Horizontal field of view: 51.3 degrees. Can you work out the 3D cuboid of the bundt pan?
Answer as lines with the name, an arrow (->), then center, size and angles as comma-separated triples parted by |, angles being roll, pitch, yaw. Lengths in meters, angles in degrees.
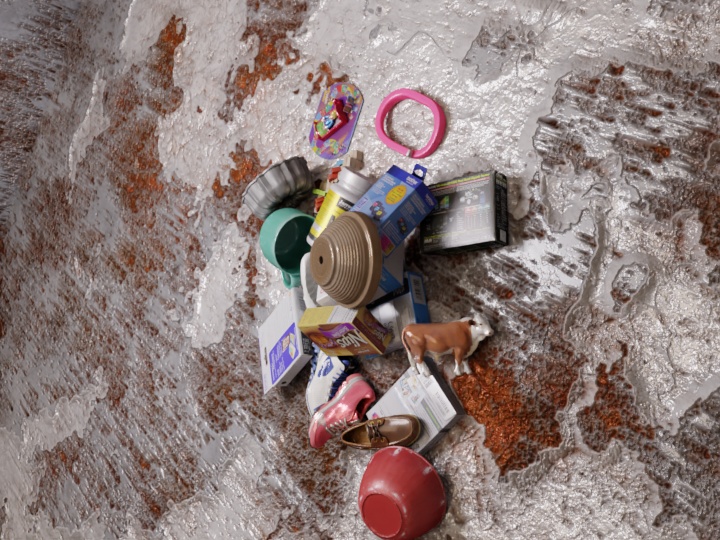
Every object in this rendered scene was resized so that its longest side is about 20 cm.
bundt pan -> -0.202, -0.200, 1.916 | 0.201, 0.201, 0.077 | -41, 76, 27

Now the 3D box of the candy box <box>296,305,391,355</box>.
candy box -> -0.038, 0.135, 1.674 | 0.198, 0.117, 0.057 | -6, 45, 49

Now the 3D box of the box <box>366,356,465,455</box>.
box -> 0.116, 0.313, 1.636 | 0.201, 0.041, 0.157 | -49, 54, 22

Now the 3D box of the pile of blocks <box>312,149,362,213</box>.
pile of blocks -> -0.073, -0.227, 1.888 | 0.082, 0.061, 0.202 | 46, 111, 36

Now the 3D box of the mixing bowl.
mixing bowl -> 0.068, 0.482, 1.558 | 0.196, 0.108, 0.206 | 8, 106, 30

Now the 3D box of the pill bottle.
pill bottle -> -0.042, -0.138, 1.809 | 0.114, 0.113, 0.203 | 35, 105, 39

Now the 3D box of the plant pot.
plant pot -> -0.044, -0.023, 1.558 | 0.199, 0.091, 0.207 | -1, 89, 57

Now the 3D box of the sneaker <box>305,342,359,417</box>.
sneaker -> -0.063, 0.256, 1.775 | 0.113, 0.080, 0.205 | -11, 73, 41

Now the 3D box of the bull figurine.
bull figurine -> 0.184, 0.156, 1.567 | 0.195, 0.065, 0.125 | -3, 86, 17

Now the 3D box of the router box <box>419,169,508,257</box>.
router box -> 0.220, -0.119, 1.614 | 0.197, 0.061, 0.154 | -8, 76, 39

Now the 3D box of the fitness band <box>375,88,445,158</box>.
fitness band -> 0.115, -0.348, 1.766 | 0.199, 0.037, 0.146 | 36, 105, 38

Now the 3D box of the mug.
mug -> -0.187, -0.065, 1.890 | 0.114, 0.151, 0.188 | 28, 87, 51

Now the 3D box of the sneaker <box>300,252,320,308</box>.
sneaker -> -0.112, 0.051, 1.814 | 0.080, 0.075, 0.204 | 16, 127, 52

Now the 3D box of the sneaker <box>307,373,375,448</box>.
sneaker -> -0.043, 0.332, 1.711 | 0.201, 0.074, 0.086 | -51, 46, -4

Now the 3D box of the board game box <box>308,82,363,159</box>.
board game box -> -0.079, -0.393, 1.937 | 0.156, 0.039, 0.205 | 24, 97, 41

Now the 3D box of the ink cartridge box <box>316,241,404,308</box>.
ink cartridge box -> 0.000, 0.000, 1.703 | 0.198, 0.084, 0.147 | -29, 37, 29

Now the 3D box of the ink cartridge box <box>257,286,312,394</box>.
ink cartridge box -> -0.193, 0.181, 1.892 | 0.200, 0.043, 0.202 | -46, 42, 39

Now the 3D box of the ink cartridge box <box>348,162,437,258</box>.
ink cartridge box -> 0.074, -0.142, 1.625 | 0.200, 0.077, 0.136 | -45, 36, -5

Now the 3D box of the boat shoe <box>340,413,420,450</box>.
boat shoe -> 0.041, 0.355, 1.622 | 0.197, 0.067, 0.074 | -19, 70, 37

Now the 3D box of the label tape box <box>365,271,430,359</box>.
label tape box -> 0.060, 0.106, 1.708 | 0.197, 0.065, 0.147 | -23, 67, 34
